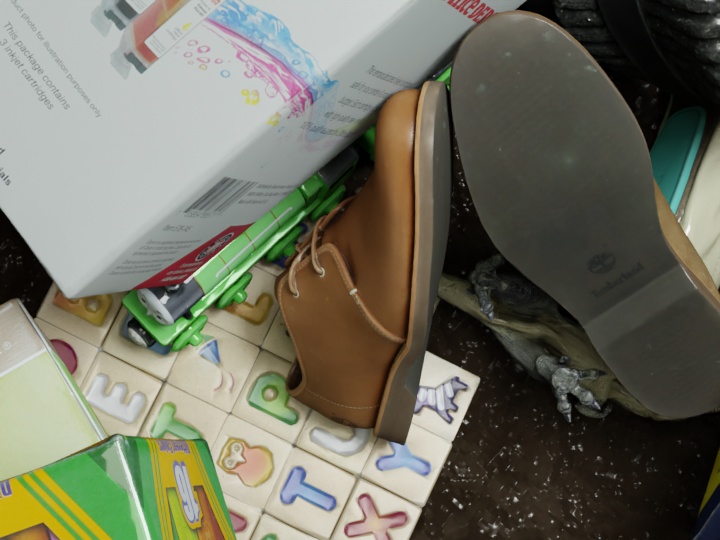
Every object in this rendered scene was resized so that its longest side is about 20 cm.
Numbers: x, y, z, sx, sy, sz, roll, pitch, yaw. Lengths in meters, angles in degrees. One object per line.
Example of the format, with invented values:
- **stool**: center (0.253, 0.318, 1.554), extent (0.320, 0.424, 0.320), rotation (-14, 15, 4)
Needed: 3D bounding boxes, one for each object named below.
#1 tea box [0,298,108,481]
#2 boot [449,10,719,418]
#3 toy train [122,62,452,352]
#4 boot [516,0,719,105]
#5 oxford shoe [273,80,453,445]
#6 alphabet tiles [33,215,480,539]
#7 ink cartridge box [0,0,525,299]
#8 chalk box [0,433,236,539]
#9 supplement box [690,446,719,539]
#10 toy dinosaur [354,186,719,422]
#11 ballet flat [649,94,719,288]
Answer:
- **tea box**: center (-0.171, 0.149, 0.773), extent (0.199, 0.134, 0.197), rotation (-30, 86, -8)
- **boot**: center (0.094, -0.031, 0.788), extent (0.073, 0.076, 0.200), rotation (-26, 119, 15)
- **toy train**: center (-0.030, -0.039, 0.857), extent (0.042, 0.056, 0.200), rotation (45, 75, 3)
- **boot**: center (0.095, -0.141, 0.806), extent (0.211, 0.158, 0.080), rotation (29, 91, -30)
- **oxford shoe**: center (0.000, 0.000, 0.790), extent (0.071, 0.201, 0.072), rotation (13, 46, 2)
- **alphabet tiles**: center (-0.053, 0.051, 0.870), extent (0.199, 0.006, 0.167), rotation (26, 79, -2)
- **ink cartridge box**: center (-0.057, -0.107, 0.730), extent (0.200, 0.145, 0.145), rotation (-38, 83, 10)
- **chalk box**: center (-0.090, 0.169, 0.636), extent (0.123, 0.125, 0.201), rotation (-20, 83, 5)
- **supplement box**: center (0.231, 0.037, 0.827), extent (0.108, 0.110, 0.201), rotation (21, 66, 7)
- **toy dinosaur**: center (0.076, 0.025, 0.851), extent (0.199, 0.088, 0.048), rotation (33, 94, 0)
- **ballet flat**: center (0.175, -0.073, 0.895), extent (0.069, 0.069, 0.201), rotation (24, 81, -2)
